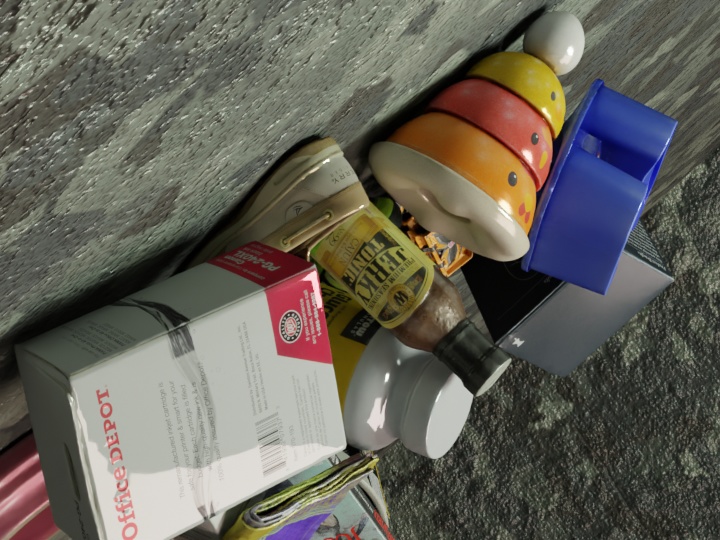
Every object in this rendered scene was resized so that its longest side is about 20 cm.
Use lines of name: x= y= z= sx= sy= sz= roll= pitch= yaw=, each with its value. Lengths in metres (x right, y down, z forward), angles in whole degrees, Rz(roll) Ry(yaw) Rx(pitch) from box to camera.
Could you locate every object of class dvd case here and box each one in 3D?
dvd case: x=-0.051 y=0.232 z=1.582 sx=0.145 sy=0.022 sz=0.200 roll=-18 pitch=132 yaw=17

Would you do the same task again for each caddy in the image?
caddy: x=0.186 y=-0.070 z=1.514 sx=0.200 sy=0.104 sz=0.142 roll=95 pitch=21 yaw=-65

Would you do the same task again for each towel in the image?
towel: x=-0.075 y=0.217 z=1.450 sx=0.143 sy=0.023 sz=0.200 roll=-23 pitch=159 yaw=-43

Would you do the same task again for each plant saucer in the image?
plant saucer: x=-0.267 y=0.186 z=1.481 sx=0.200 sy=0.051 sz=0.201 roll=-38 pitch=170 yaw=-8

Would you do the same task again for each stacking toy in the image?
stacking toy: x=0.112 y=-0.122 z=1.426 sx=0.201 sy=0.146 sz=0.146 roll=-57 pitch=173 yaw=-9

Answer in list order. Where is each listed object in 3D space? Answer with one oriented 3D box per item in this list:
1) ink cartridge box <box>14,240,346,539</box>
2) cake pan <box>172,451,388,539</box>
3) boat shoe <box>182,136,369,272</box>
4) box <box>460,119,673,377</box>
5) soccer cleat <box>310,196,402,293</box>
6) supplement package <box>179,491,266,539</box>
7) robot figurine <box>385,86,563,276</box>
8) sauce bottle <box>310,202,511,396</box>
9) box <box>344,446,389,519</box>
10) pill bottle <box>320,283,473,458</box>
ink cartridge box: x=-0.119 y=0.086 z=1.222 sx=0.199 sy=0.083 sz=0.146 roll=-24 pitch=119 yaw=-31
cake pan: x=-0.074 y=0.214 z=1.609 sx=0.200 sy=0.199 sz=0.037 roll=-46 pitch=-154 yaw=34
boat shoe: x=-0.067 y=-0.008 z=1.313 sx=0.200 sy=0.069 sz=0.074 roll=-47 pitch=168 yaw=35
box: x=0.177 y=-0.030 z=1.713 sx=0.107 sy=0.201 sz=0.148 roll=26 pitch=121 yaw=-39
soccer cleat: x=0.000 y=0.000 z=1.519 sx=0.200 sy=0.081 sz=0.068 roll=-44 pitch=-163 yaw=57
supplement package: x=-0.133 y=0.134 z=1.414 sx=0.200 sy=0.117 sz=0.117 roll=87 pitch=28 yaw=-72
robot figurine: x=0.097 y=-0.078 z=1.554 sx=0.200 sy=0.058 sz=0.145 roll=-48 pitch=147 yaw=-10
sauce bottle: x=0.032 y=0.012 z=1.391 sx=0.065 sy=0.200 sz=0.065 roll=-45 pitch=168 yaw=-12
box: x=-0.084 y=0.210 z=1.828 sx=0.199 sy=0.160 sz=0.049 roll=-24 pitch=143 yaw=9
pill bottle: x=-0.013 y=0.077 z=1.459 sx=0.112 sy=0.199 sz=0.113 roll=-45 pitch=146 yaw=-43
